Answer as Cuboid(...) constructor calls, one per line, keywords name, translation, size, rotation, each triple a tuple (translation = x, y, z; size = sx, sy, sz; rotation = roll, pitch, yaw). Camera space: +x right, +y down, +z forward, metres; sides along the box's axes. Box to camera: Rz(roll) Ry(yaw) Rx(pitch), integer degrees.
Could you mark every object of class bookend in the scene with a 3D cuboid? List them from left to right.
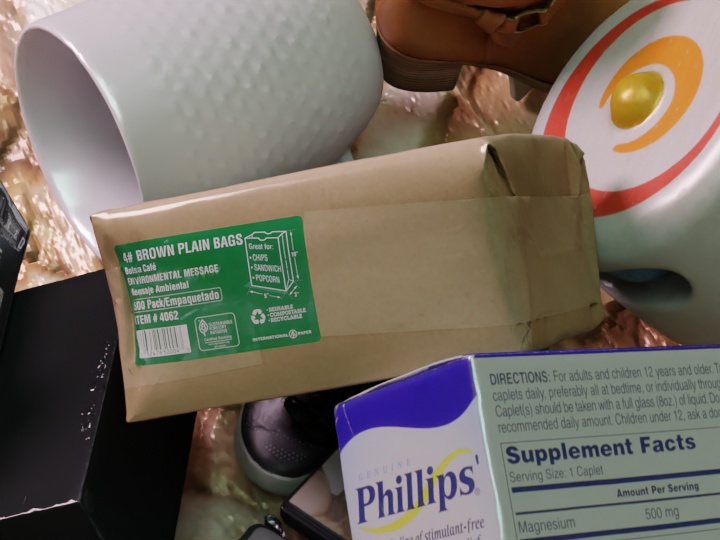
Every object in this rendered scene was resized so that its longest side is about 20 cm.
Cuboid(name="bookend", translation=(-0.198, 0.101, 1.092), size=(0.200, 0.092, 0.199), rotation=(-15, 36, 15))

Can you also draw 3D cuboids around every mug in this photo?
Cuboid(name="mug", translation=(-0.072, -0.075, 1.190), size=(0.175, 0.148, 0.200), rotation=(-25, 93, -25))

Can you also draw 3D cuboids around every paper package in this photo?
Cuboid(name="paper package", translation=(0.000, 0.000, 1.017), size=(0.200, 0.191, 0.104), rotation=(-10, 90, 17))

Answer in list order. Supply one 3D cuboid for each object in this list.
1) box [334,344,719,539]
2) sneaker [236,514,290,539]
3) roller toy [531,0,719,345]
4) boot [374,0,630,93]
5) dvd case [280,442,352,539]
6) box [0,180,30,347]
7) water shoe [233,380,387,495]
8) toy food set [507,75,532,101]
Cuboid(name="box", translation=(0.103, 0.140, 0.934), size=(0.184, 0.105, 0.200), rotation=(0, 76, -36))
Cuboid(name="sneaker", translation=(-0.101, 0.198, 1.065), size=(0.200, 0.078, 0.140), rotation=(-31, 63, -28))
Cuboid(name="roller toy", translation=(0.187, -0.063, 1.132), size=(0.200, 0.140, 0.183), rotation=(-39, 36, 25))
Cuboid(name="boot", translation=(0.108, -0.158, 1.176), size=(0.200, 0.155, 0.074), rotation=(-13, 71, -13))
Cuboid(name="dvd case", translation=(0.078, 0.125, 1.082), size=(0.200, 0.018, 0.143), rotation=(30, 60, 27))
Cuboid(name="box", translation=(-0.263, 0.041, 1.089), size=(0.158, 0.050, 0.200), rotation=(-18, 34, 13))
Cuboid(name="water shoe", translation=(-0.002, 0.032, 1.153), size=(0.071, 0.079, 0.200), rotation=(32, 65, 16))
Cuboid(name="toy food set", translation=(0.063, -0.212, 1.314), size=(0.200, 0.060, 0.144), rotation=(39, 66, 10))
